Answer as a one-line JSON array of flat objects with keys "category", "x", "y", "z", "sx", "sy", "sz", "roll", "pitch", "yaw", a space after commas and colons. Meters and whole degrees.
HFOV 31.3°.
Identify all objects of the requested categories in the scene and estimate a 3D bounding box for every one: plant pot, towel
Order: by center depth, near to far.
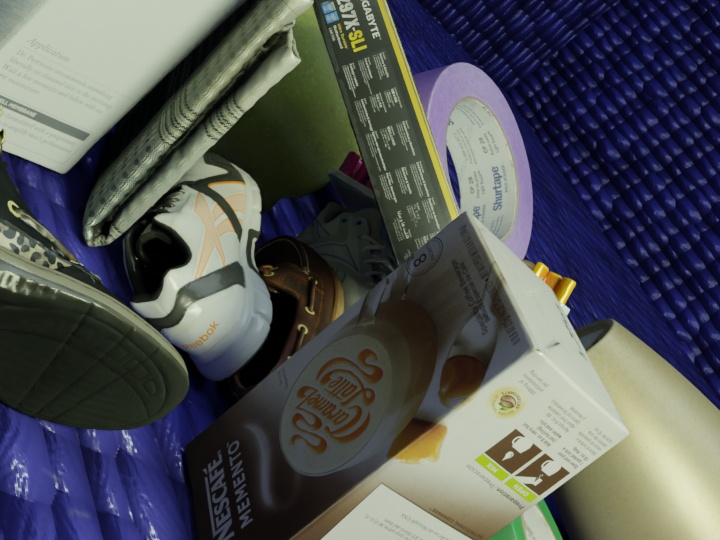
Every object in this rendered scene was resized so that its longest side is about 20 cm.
[{"category": "towel", "x": -0.094, "y": -0.119, "z": 0.801, "sx": 0.035, "sy": 0.200, "sz": 0.193, "roll": 39, "pitch": 17, "yaw": -19}, {"category": "plant pot", "x": -0.080, "y": -0.154, "z": 1.001, "sx": 0.185, "sy": 0.200, "sz": 0.200, "roll": 58, "pitch": 12, "yaw": -18}, {"category": "plant pot", "x": 0.229, "y": 0.148, "z": 1.091, "sx": 0.200, "sy": 0.187, "sz": 0.187, "roll": 57, "pitch": 14, "yaw": -5}]

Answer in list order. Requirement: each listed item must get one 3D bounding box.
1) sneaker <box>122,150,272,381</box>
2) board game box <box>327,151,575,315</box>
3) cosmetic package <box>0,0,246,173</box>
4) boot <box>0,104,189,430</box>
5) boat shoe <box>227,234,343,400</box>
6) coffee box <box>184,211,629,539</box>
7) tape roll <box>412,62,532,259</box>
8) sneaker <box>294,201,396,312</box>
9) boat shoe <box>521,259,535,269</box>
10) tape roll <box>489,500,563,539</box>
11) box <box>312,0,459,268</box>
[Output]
[{"category": "sneaker", "x": -0.106, "y": -0.024, "z": 0.790, "sx": 0.080, "sy": 0.074, "sz": 0.200, "roll": 38, "pitch": 19, "yaw": -34}, {"category": "board game box", "x": 0.074, "y": -0.015, "z": 1.004, "sx": 0.200, "sy": 0.026, "sz": 0.200, "roll": 31, "pitch": -5, "yaw": 9}, {"category": "cosmetic package", "x": -0.181, "y": -0.205, "z": 0.749, "sx": 0.200, "sy": 0.200, "sz": 0.123, "roll": 57, "pitch": 16, "yaw": 25}, {"category": "boot", "x": -0.165, "y": -0.024, "z": 0.592, "sx": 0.203, "sy": 0.073, "sz": 0.154, "roll": 35, "pitch": 26, "yaw": -38}, {"category": "boat shoe", "x": -0.051, "y": 0.031, "z": 0.818, "sx": 0.070, "sy": 0.070, "sz": 0.200, "roll": 47, "pitch": 15, "yaw": -30}, {"category": "coffee box", "x": 0.015, "y": 0.084, "z": 0.630, "sx": 0.080, "sy": 0.200, "sz": 0.114, "roll": 39, "pitch": 18, "yaw": -33}, {"category": "tape roll", "x": 0.086, "y": -0.086, "z": 1.184, "sx": 0.200, "sy": 0.065, "sz": 0.201, "roll": 23, "pitch": 62, "yaw": -53}, {"category": "sneaker", "x": 0.000, "y": 0.000, "z": 0.920, "sx": 0.075, "sy": 0.087, "sz": 0.200, "roll": 33, "pitch": 4, "yaw": -34}, {"category": "boat shoe", "x": 0.148, "y": 0.090, "z": 1.168, "sx": 0.072, "sy": 0.065, "sz": 0.201, "roll": -20, "pitch": 100, "yaw": -34}, {"category": "tape roll", "x": 0.105, "y": 0.214, "z": 0.784, "sx": 0.200, "sy": 0.048, "sz": 0.201, "roll": -23, "pitch": 90, "yaw": -79}, {"category": "box", "x": 0.028, "y": -0.071, "z": 0.832, "sx": 0.160, "sy": 0.049, "sz": 0.201, "roll": 53, "pitch": 19, "yaw": -81}]
